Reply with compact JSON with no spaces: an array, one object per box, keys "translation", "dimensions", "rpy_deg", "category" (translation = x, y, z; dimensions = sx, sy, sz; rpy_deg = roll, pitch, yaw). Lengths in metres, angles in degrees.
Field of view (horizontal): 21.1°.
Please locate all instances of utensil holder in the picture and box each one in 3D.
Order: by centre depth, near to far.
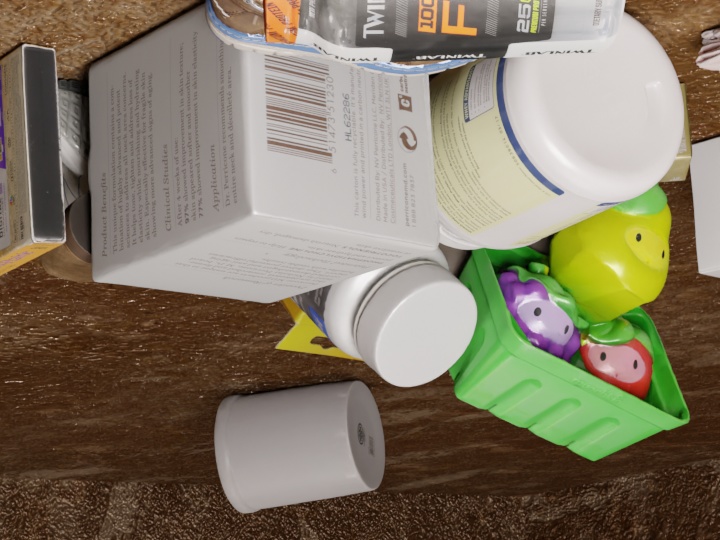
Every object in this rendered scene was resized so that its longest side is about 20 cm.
[{"translation":[-0.084,0.247,2.736],"dimensions":[0.199,0.171,0.170],"rpy_deg":[-11,165,19],"category":"utensil holder"}]

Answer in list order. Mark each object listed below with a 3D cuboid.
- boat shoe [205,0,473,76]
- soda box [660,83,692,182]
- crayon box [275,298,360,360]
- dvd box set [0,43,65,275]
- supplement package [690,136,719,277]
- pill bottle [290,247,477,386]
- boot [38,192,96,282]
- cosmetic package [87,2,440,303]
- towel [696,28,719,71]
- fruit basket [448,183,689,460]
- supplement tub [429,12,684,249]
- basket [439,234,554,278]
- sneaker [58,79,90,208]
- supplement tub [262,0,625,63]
[{"translation":[0.003,-0.169,1.229],"dimensions":[0.199,0.072,0.072],"rpy_deg":[-1,165,-8],"category":"boat shoe"},{"translation":[0.164,-0.103,1.558],"dimensions":[0.199,0.064,0.068],"rpy_deg":[-4,166,4],"category":"soda box"},{"translation":[0.010,-0.010,1.717],"dimensions":[0.127,0.051,0.200],"rpy_deg":[12,123,-48],"category":"crayon box"},{"translation":[-0.279,-0.067,1.427],"dimensions":[0.029,0.147,0.200],"rpy_deg":[4,164,-36],"category":"dvd box set"},{"translation":[0.399,-0.053,1.703],"dimensions":[0.200,0.120,0.121],"rpy_deg":[10,163,-44],"category":"supplement package"},{"translation":[0.000,0.000,1.538],"dimensions":[0.114,0.114,0.200],"rpy_deg":[8,-155,-39],"category":"pill bottle"},{"translation":[-0.152,-0.022,1.465],"dimensions":[0.200,0.074,0.075],"rpy_deg":[3,158,-38],"category":"boot"},{"translation":[-0.072,-0.083,1.364],"dimensions":[0.166,0.168,0.200],"rpy_deg":[8,163,-39],"category":"cosmetic package"},{"translation":[0.375,-0.173,1.390],"dimensions":[0.200,0.032,0.191],"rpy_deg":[6,164,-33],"category":"towel"},{"translation":[0.185,0.029,1.542],"dimensions":[0.215,0.156,0.216],"rpy_deg":[-6,133,-7],"category":"fruit basket"},{"translation":[0.122,-0.098,1.395],"dimensions":[0.145,0.145,0.200],"rpy_deg":[4,165,-29],"category":"supplement tub"},{"translation":[0.130,-0.019,1.650],"dimensions":[0.199,0.136,0.180],"rpy_deg":[-11,154,-23],"category":"basket"},{"translation":[-0.208,-0.068,1.488],"dimensions":[0.087,0.075,0.200],"rpy_deg":[-13,139,20],"category":"sneaker"},{"translation":[0.043,-0.179,1.087],"dimensions":[0.199,0.123,0.123],"rpy_deg":[-3,167,-3],"category":"supplement tub"}]
